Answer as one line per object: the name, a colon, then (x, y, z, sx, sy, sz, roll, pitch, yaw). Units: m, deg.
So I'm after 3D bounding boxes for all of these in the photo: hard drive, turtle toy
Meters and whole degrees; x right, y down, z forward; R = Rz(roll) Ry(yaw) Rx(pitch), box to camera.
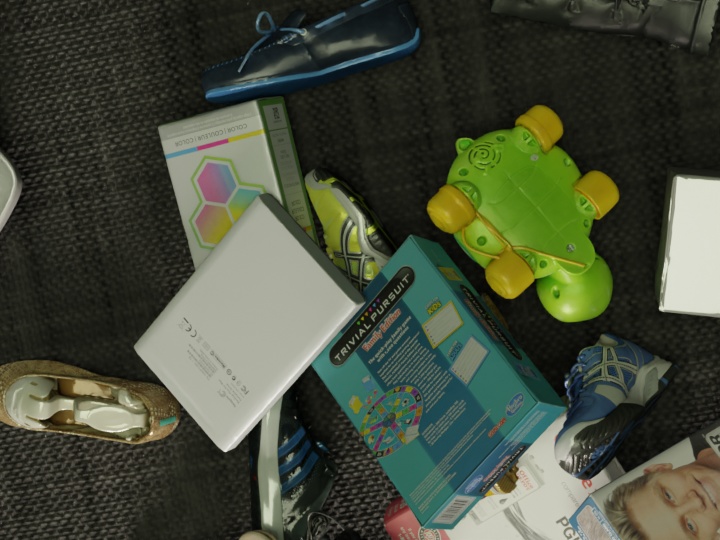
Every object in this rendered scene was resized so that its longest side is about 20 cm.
hard drive: (-0.101, 0.048, 1.500, 0.132, 0.026, 0.200, 48, 116, 12)
turtle toy: (0.149, -0.038, 1.489, 0.146, 0.101, 0.200, -41, 92, -13)

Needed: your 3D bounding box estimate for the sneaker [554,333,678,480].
sneaker: (0.204, 0.116, 1.463, 0.077, 0.200, 0.076, 36, 120, 13)

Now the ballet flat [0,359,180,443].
ballet flat: (-0.270, 0.124, 1.585, 0.200, 0.065, 0.071, 3, 97, 8)

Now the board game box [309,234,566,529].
board game box: (0.060, 0.094, 1.434, 0.151, 0.047, 0.200, -49, 55, 20)

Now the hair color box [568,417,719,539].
hair color box: (0.289, 0.199, 1.454, 0.200, 0.061, 0.100, -26, 69, -26)

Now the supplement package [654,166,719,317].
supplement package: (0.359, -0.019, 1.453, 0.200, 0.121, 0.120, 6, 98, 8)

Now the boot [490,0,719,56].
boot: (0.222, -0.286, 1.474, 0.200, 0.066, 0.165, 14, 97, 10)

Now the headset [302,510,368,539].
headset: (0.005, 0.276, 1.469, 0.200, 0.123, 0.094, 41, 104, 47)

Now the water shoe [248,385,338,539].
water shoe: (-0.061, 0.171, 1.571, 0.079, 0.072, 0.200, -2, 101, -14)

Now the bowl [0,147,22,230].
bowl: (-0.425, -0.072, 1.579, 0.200, 0.075, 0.200, 39, 99, 2)

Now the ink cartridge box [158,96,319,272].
ink cartridge box: (-0.102, -0.049, 1.532, 0.104, 0.059, 0.200, -12, 95, 25)

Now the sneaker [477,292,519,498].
sneaker: (0.086, 0.110, 1.496, 0.090, 0.075, 0.200, -14, 51, 22)

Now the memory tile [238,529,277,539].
memory tile: (-0.125, 0.326, 1.571, 0.200, 0.017, 0.153, -21, 90, 37)

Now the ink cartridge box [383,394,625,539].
ink cartridge box: (0.144, 0.226, 1.531, 0.200, 0.083, 0.147, -33, 90, 11)

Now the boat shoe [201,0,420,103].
boat shoe: (-0.048, -0.201, 1.519, 0.200, 0.084, 0.069, -16, 87, -7)

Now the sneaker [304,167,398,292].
sneaker: (0.000, 0.000, 1.529, 0.076, 0.075, 0.200, -31, 90, 10)
